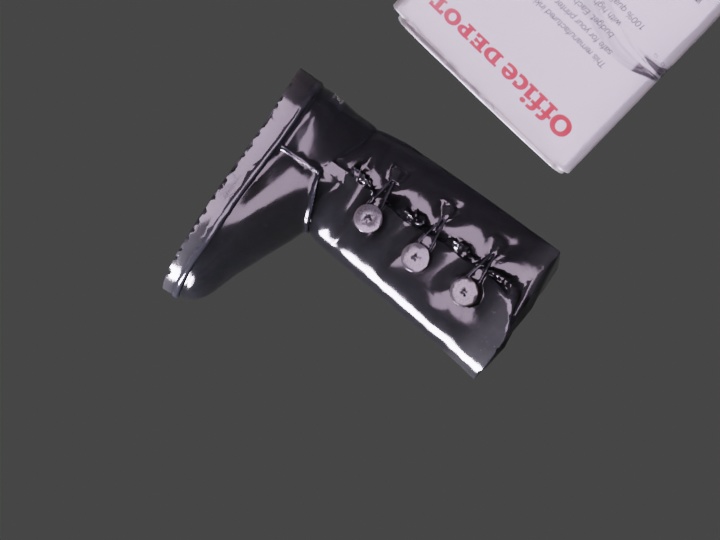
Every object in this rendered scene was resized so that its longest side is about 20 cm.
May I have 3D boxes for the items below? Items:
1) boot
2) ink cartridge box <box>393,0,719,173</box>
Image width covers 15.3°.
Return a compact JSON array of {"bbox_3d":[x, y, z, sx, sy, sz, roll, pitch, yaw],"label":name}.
[{"bbox_3d":[0.001,-0.001,1.636,0.200,0.066,0.165,35,103,-2],"label":"boot"},{"bbox_3d":[0.138,-0.179,1.576,0.146,0.084,0.200,44,101,0],"label":"ink cartridge box"}]
